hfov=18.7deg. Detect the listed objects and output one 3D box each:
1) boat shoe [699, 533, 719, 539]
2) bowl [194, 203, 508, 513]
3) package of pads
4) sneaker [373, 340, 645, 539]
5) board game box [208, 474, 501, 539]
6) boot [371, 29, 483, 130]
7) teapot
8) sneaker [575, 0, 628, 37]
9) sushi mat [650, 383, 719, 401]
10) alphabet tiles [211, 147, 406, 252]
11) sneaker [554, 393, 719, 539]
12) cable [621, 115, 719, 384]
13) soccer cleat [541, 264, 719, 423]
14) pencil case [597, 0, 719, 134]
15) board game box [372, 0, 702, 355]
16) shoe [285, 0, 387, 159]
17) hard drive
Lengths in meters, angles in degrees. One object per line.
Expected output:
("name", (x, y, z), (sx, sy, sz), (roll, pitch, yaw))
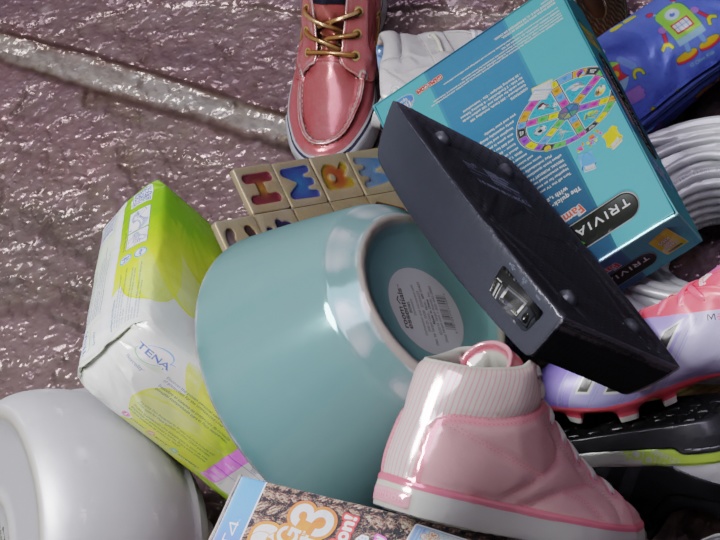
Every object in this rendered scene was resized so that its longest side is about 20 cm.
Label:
("boat shoe", (0.143, 0.180, 1.299), (0.198, 0.063, 0.073), (-2, 52, 13))
("bowl", (0.012, 0.041, 1.289), (0.105, 0.200, 0.202), (-38, 39, 37))
("package of pads", (-0.082, 0.061, 1.345), (0.068, 0.200, 0.155), (-37, 28, 24))
("sneaker", (0.096, 0.099, 1.220), (0.075, 0.199, 0.106), (5, 81, 49))
("board game box", (0.017, 0.218, 1.238), (0.198, 0.160, 0.097), (11, 56, 22))
("boot", (0.054, -0.094, 1.521), (0.095, 0.074, 0.201), (2, 42, -6))
("teapot", (-0.156, 0.169, 1.330), (0.145, 0.202, 0.197), (5, 7, -29))
("sneaker", (0.141, -0.215, 1.623), (0.084, 0.072, 0.202), (-33, 52, 33))
("sushi mat", (0.245, 0.056, 1.404), (0.199, 0.012, 0.096), (-24, 49, -6))
("alphabet tiles", (0.000, 0.000, 1.399), (0.199, 0.006, 0.168), (-11, 70, -43))
("sneaker", (0.155, 0.129, 1.331), (0.199, 0.084, 0.072), (-7, 16, 38))
("cable", (0.231, -0.013, 1.412), (0.198, 0.070, 0.201), (-22, 48, -4))
("soccer cleat", (0.194, 0.037, 1.303), (0.198, 0.077, 0.067), (-13, 15, 17))
("pencil case", (0.202, -0.138, 1.520), (0.199, 0.078, 0.087), (-36, 56, -18))
("board game box", (0.110, -0.064, 1.403), (0.150, 0.047, 0.201), (-33, 56, 15))
("shoe", (-0.022, -0.170, 1.596), (0.071, 0.091, 0.201), (-1, 52, 13))
("hard drive", (0.092, -0.011, 1.279), (0.042, 0.134, 0.200), (-49, 49, 17))
